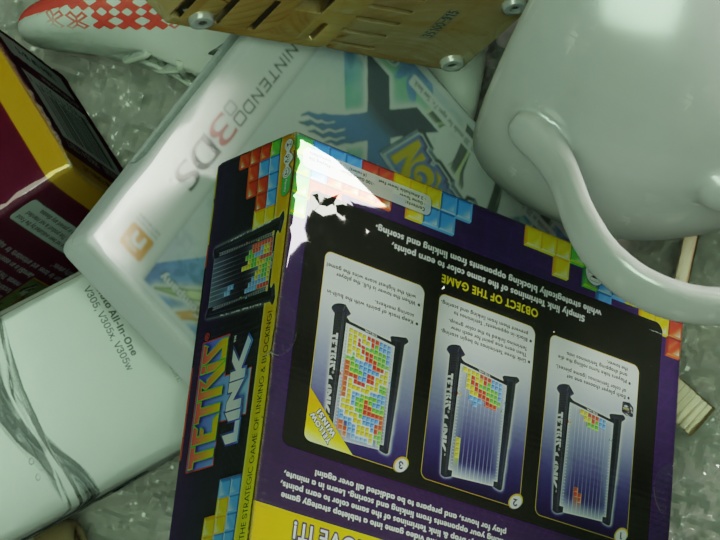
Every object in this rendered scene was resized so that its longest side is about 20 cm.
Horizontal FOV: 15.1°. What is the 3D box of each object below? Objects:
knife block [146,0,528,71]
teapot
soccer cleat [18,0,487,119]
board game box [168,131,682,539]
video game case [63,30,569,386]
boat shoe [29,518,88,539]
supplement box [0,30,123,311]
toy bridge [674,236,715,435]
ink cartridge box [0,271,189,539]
[{"bbox_3d":[0.003,-0.174,1.078,0.200,0.064,0.176,6,61,-32],"label":"knife block"},{"bbox_3d":[0.143,-0.084,1.057,0.146,0.197,0.200,29,94,6],"label":"teapot"},{"bbox_3d":[-0.044,-0.092,1.139,0.200,0.069,0.085,-3,89,0],"label":"soccer cleat"},{"bbox_3d":[0.030,0.059,1.023,0.200,0.057,0.166,21,66,-33],"label":"board game box"},{"bbox_3d":[0.000,0.000,1.067,0.200,0.022,0.182,48,53,-18],"label":"video game case"},{"bbox_3d":[-0.104,0.202,1.137,0.064,0.071,0.200,-27,84,4],"label":"boat shoe"},{"bbox_3d":[-0.202,-0.008,1.127,0.200,0.110,0.086,-34,73,5],"label":"supplement box"},{"bbox_3d":[0.176,-0.021,1.134,0.067,0.027,0.200,42,93,8],"label":"toy bridge"},{"bbox_3d":[-0.150,0.069,1.083,0.200,0.146,0.084,-28,89,-12],"label":"ink cartridge box"}]
